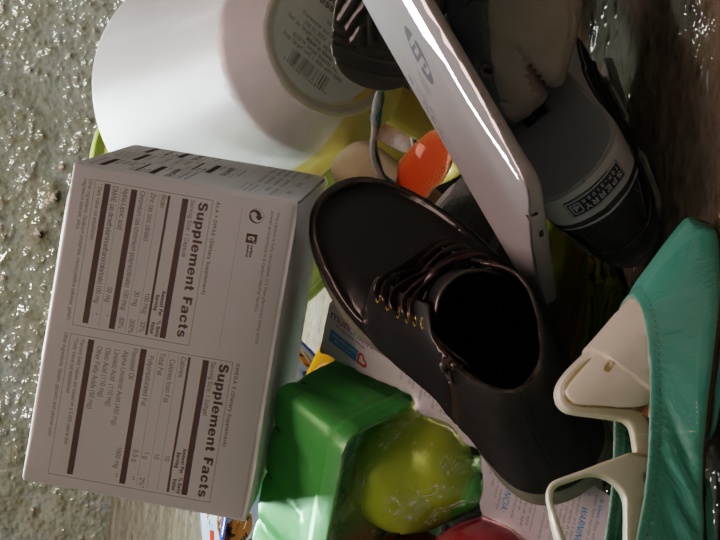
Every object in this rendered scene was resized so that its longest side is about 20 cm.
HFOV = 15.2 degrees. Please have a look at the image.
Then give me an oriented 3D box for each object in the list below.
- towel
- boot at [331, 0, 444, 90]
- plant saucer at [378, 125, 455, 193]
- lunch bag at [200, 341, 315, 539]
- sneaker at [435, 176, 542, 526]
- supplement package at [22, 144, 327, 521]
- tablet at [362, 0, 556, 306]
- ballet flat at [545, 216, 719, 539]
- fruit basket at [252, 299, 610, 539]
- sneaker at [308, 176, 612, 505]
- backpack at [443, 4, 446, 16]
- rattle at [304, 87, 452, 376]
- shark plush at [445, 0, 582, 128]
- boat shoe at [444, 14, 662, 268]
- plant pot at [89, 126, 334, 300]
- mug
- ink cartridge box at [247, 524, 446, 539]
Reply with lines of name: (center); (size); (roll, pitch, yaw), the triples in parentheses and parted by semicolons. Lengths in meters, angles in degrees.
towel: (0.096, -0.006, 1.343); (0.200, 0.018, 0.086); (-103, 21, -59)
boot: (0.036, -0.195, 1.372); (0.200, 0.072, 0.182); (-57, -13, -62)
plant saucer: (0.028, -0.001, 1.667); (0.200, 0.034, 0.201); (-175, 90, -80)
lunch bag: (-0.042, 0.143, 1.689); (0.170, 0.123, 0.201); (-110, 7, -65)
sneaker: (0.054, 0.032, 1.350); (0.080, 0.070, 0.201); (-95, 3, -56)
supplement package: (-0.088, 0.025, 1.356); (0.200, 0.110, 0.156); (-52, -28, -84)
tablet: (0.033, -0.087, 1.187); (0.200, 0.014, 0.130); (61, 175, 24)
ballet flat: (0.110, 0.073, 1.083); (0.067, 0.070, 0.201); (136, 138, -75)
fruit basket: (0.044, 0.133, 1.274); (0.200, 0.094, 0.186); (30, 127, 28)
sneaker: (0.036, 0.005, 1.194); (0.200, 0.075, 0.106); (46, 170, 34)
backpack: (0.005, -0.194, 1.633); (0.200, 0.153, 0.164); (-27, 59, 53)
rattle: (0.000, 0.000, 1.393); (0.130, 0.143, 0.200); (60, -179, 8)
shark plush: (0.034, -0.163, 1.212); (0.083, 0.200, 0.091); (-44, -11, 28)
boat shoe: (0.091, -0.070, 1.250); (0.074, 0.068, 0.199); (-39, 34, 5)
plant pot: (-0.062, -0.081, 1.835); (0.184, 0.200, 0.201); (146, 129, -61)
mug: (-0.035, -0.113, 1.506); (0.153, 0.186, 0.150); (-18, 81, 60)
ink cartridge box: (-0.018, 0.243, 1.530); (0.146, 0.083, 0.201); (-21, -61, -72)
